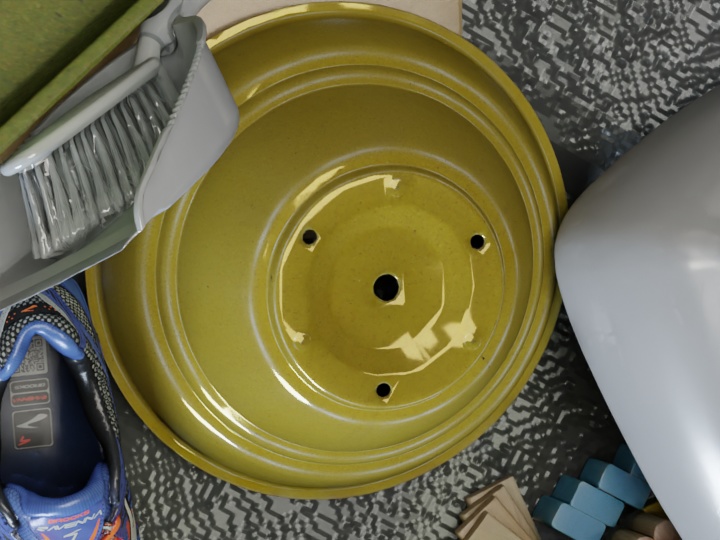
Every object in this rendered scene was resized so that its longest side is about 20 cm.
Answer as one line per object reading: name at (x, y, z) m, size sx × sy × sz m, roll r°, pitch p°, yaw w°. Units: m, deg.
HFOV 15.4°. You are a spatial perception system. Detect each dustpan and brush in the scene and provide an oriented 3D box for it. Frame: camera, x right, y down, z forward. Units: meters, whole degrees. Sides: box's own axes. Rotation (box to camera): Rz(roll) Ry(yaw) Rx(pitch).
dustpan and brush at (-0.081, -0.065, 0.973) m, size 0.057 × 0.139 × 0.200 m, roll 55°, pitch 47°, yaw -12°

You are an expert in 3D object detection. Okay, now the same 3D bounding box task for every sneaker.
sneaker at (-0.118, 0.094, 1.009) m, size 0.075 × 0.078 × 0.201 m, roll -16°, pitch 104°, yaw -12°

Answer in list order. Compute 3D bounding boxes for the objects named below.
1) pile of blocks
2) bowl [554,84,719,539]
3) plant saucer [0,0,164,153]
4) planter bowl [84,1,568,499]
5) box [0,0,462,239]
pile of blocks at (0.092, 0.118, 1.082) m, size 0.200 × 0.062 × 0.082 m, roll -29°, pitch 100°, yaw -13°
bowl at (0.192, 0.018, 1.071) m, size 0.200 × 0.075 × 0.200 m, roll -34°, pitch 101°, yaw -30°
plant saucer at (-0.175, -0.109, 0.932) m, size 0.199 × 0.200 × 0.048 m, roll 29°, pitch 128°, yaw 7°
planter bowl at (0.000, 0.000, 1.020) m, size 0.200 × 0.083 × 0.201 m, roll -3°, pitch 100°, yaw -16°
box at (-0.056, -0.091, 1.049) m, size 0.199 × 0.021 × 0.164 m, roll -3°, pitch 94°, yaw -16°
